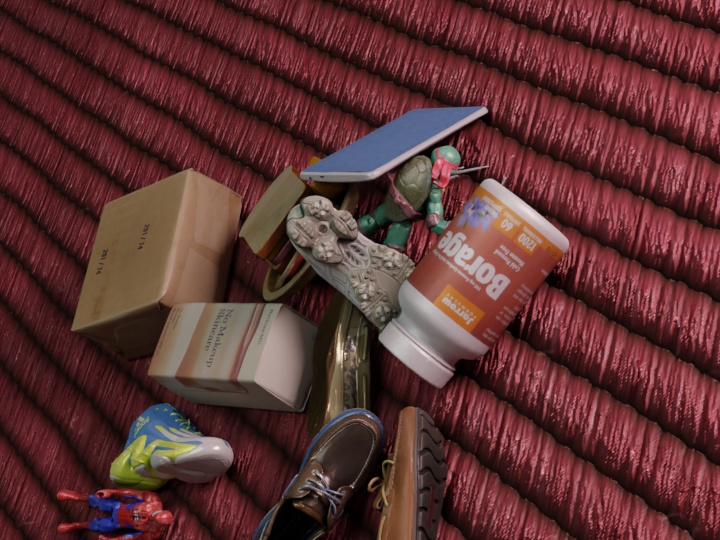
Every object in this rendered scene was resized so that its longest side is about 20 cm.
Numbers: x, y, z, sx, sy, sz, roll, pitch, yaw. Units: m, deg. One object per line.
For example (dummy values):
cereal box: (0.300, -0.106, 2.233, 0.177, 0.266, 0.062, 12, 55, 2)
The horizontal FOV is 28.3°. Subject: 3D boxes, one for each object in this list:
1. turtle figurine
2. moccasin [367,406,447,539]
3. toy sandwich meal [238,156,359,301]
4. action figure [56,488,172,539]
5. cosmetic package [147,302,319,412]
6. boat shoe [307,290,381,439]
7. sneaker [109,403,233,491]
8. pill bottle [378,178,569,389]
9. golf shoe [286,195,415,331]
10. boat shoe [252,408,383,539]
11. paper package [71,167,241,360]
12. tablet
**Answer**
turtle figurine: (0.068, -0.076, 1.576, 0.200, 0.100, 0.150, -45, 30, 27)
moccasin: (0.041, 0.233, 1.411, 0.077, 0.074, 0.203, -9, 67, 30)
toy sandwich meal: (-0.076, -0.056, 1.682, 0.205, 0.070, 0.206, -50, 17, 21)
action figure: (-0.294, 0.294, 1.710, 0.199, 0.052, 0.066, -7, 80, 40)
cosmetic package: (-0.146, 0.099, 1.671, 0.199, 0.087, 0.104, -3, 61, 44)
boat shoe: (-0.014, 0.103, 1.569, 0.073, 0.062, 0.201, 134, 151, -53)
sneaker: (-0.222, 0.197, 1.689, 0.199, 0.076, 0.106, -16, 52, 38)
pill bottle: (0.111, 0.016, 1.454, 0.200, 0.112, 0.112, -52, 40, 4)
golf shoe: (0.000, 0.000, 1.551, 0.078, 0.200, 0.097, -45, 5, -12)
boat shoe: (-0.041, 0.234, 1.472, 0.201, 0.072, 0.072, -57, 4, 11)
paper package: (-0.262, -0.006, 1.849, 0.190, 0.103, 0.201, -17, 53, 38)
tablet: (0.038, -0.144, 1.623, 0.199, 0.014, 0.130, -32, 23, -35)
